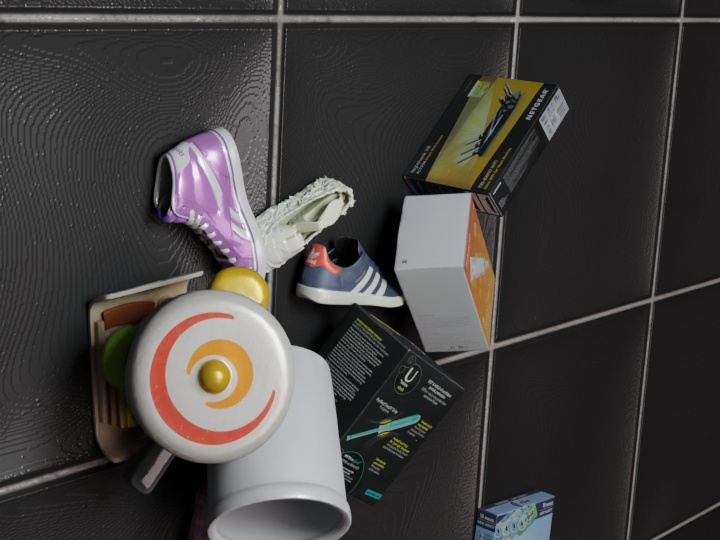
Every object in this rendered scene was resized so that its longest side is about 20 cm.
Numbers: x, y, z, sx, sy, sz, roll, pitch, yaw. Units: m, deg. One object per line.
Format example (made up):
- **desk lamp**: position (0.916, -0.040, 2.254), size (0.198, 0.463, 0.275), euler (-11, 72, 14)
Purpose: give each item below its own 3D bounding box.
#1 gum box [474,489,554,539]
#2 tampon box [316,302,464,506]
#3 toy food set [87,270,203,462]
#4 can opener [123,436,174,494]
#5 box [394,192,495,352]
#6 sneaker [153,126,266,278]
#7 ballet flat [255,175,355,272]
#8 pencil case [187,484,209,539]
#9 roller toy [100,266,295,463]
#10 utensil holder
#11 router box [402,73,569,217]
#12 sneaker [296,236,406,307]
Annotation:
- **gum box**: position (0.249, 0.480, 2.249), size (0.169, 0.044, 0.203), euler (-4, 103, -48)
- **tampon box**: position (0.006, 0.176, 1.774), size (0.201, 0.126, 0.150), euler (-52, 138, 1)
- **toy food set**: position (-0.237, 0.109, 1.567), size (0.143, 0.060, 0.203), euler (-16, 113, -46)
- **can opener**: position (-0.213, 0.159, 1.556), size (0.066, 0.053, 0.202), euler (33, 79, -18)
- **box**: position (0.119, 0.006, 1.861), size (0.201, 0.096, 0.126), euler (67, 26, -51)
- **sneaker**: position (-0.184, -0.054, 1.581), size (0.114, 0.072, 0.203), euler (-29, 111, -36)
- **ballet flat**: position (-0.081, -0.056, 1.698), size (0.200, 0.071, 0.072), euler (-42, 129, -33)
- **pencil case**: position (-0.181, 0.365, 1.692), size (0.087, 0.087, 0.203), euler (6, 96, -49)
- **roller toy**: position (-0.162, 0.112, 1.469), size (0.199, 0.140, 0.184), euler (-30, 95, -12)
- **utensil holder**: position (-0.104, 0.214, 1.614), size (0.170, 0.168, 0.202), euler (38, 35, -47)
- **router box**: position (0.175, -0.178, 1.886), size (0.201, 0.156, 0.052), euler (-57, 136, -21)
- **sneaker**: position (0.000, 0.000, 1.800), size (0.199, 0.074, 0.086), euler (2, 99, -51)
